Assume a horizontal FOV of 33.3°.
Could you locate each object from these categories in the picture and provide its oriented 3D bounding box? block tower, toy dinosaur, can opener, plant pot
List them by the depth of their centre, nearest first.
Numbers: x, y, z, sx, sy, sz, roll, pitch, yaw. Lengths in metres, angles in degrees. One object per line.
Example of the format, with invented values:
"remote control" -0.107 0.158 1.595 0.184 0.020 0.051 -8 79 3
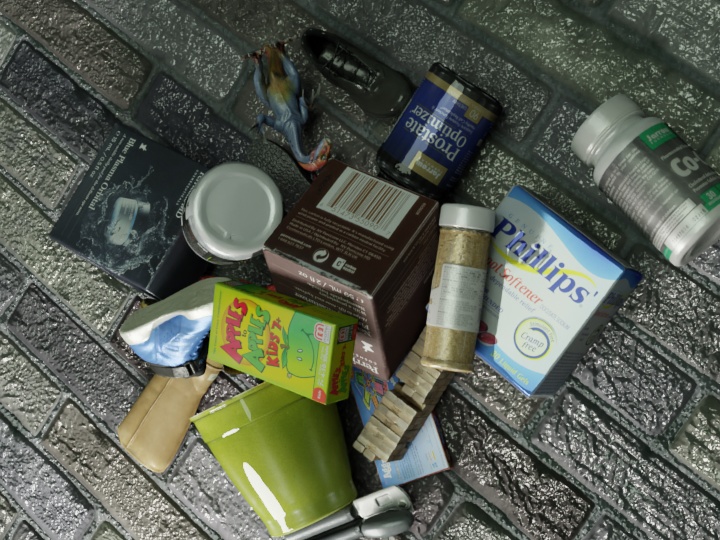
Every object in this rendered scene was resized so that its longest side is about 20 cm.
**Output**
"block tower" 0.070 0.162 1.581 0.054 0.058 0.201 35 102 23
"plant pot" -0.099 0.243 1.612 0.200 0.200 0.194 -27 86 21
"can opener" -0.017 0.343 1.620 0.199 0.066 0.053 -24 98 26
"toy dinosaur" -0.091 -0.233 1.690 0.104 0.200 0.183 -19 103 13

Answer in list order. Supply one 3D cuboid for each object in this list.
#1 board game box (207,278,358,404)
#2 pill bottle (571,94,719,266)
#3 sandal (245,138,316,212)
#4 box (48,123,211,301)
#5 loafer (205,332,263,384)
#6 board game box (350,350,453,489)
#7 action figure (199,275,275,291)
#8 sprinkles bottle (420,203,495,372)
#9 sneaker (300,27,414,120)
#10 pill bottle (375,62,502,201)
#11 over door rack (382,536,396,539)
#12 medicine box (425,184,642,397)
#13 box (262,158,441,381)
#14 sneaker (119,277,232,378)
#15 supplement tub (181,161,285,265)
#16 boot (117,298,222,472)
"board game box" -0.100 0.086 1.497 0.199 0.047 0.102 17 107 35
"pill bottle" 0.355 -0.112 1.456 0.113 0.113 0.200 -46 69 15
"sandal" -0.085 -0.110 1.711 0.200 0.045 0.075 40 108 8
"box" -0.307 -0.077 1.745 0.199 0.117 0.197 26 82 24
"loafer" -0.171 0.109 1.669 0.073 0.073 0.200 -56 27 -16
"board game box" 0.048 0.186 1.629 0.102 0.019 0.201 -22 76 20
"action figure" -0.138 0.045 1.712 0.199 0.099 0.066 8 91 48
"sprinkles bottle" 0.119 0.021 1.468 0.068 0.068 0.202 7 89 26
"sneaker" -0.011 -0.270 1.642 0.200 0.091 0.076 34 94 35
"pill bottle" 0.091 -0.162 1.588 0.112 0.112 0.201 37 101 23
"over door rack" 0.000 0.467 1.591 0.147 0.067 0.201 -23 55 22
"medicine box" 0.218 0.027 1.515 0.182 0.103 0.201 40 103 23
"box" 0.000 0.000 1.537 0.165 0.201 0.165 23 61 24
"sneaker" -0.226 0.087 1.660 0.199 0.077 0.111 -22 119 24
"supplement tub" -0.170 -0.070 1.570 0.122 0.200 0.124 1 87 -13
"boot" -0.305 0.167 1.774 0.175 0.066 0.201 39 103 23
